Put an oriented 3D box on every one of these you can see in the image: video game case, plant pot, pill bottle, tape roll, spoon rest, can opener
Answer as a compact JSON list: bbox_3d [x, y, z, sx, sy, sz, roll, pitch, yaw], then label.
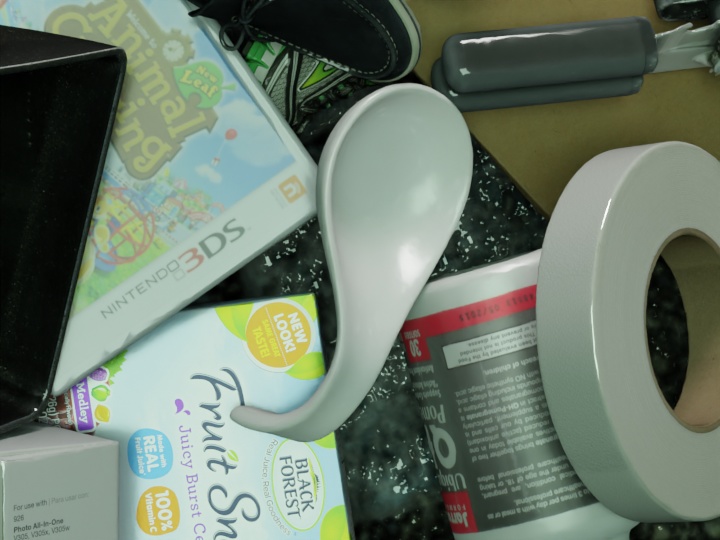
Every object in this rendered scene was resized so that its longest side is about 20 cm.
[{"bbox_3d":[-0.142,-0.067,1.240,0.182,0.022,0.200,-35,92,-3],"label":"video game case"},{"bbox_3d":[-0.254,-0.030,1.140,0.177,0.200,0.200,20,107,19],"label":"plant pot"},{"bbox_3d":[0.093,0.093,1.284,0.111,0.111,0.200,-15,90,-2],"label":"pill bottle"},{"bbox_3d":[0.161,0.033,1.254,0.037,0.203,0.203,-7,90,38],"label":"tape roll"},{"bbox_3d":[0.000,0.000,1.227,0.099,0.061,0.200,17,99,-42],"label":"spoon rest"},{"bbox_3d":[0.133,-0.123,1.269,0.200,0.053,0.067,-11,71,-15],"label":"can opener"}]

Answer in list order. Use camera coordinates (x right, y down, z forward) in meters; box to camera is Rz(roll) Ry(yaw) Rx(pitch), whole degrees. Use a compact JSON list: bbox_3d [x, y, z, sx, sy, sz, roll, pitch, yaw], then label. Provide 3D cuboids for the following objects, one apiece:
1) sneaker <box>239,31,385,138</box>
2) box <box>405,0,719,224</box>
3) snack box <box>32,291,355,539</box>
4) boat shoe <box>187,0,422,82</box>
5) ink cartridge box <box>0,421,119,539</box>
[{"bbox_3d":[-0.017,-0.116,1.298,0.085,0.078,0.200,33,88,-2],"label":"sneaker"},{"bbox_3d":[0.126,-0.120,1.298,0.163,0.021,0.200,-45,110,-2],"label":"box"},{"bbox_3d":[-0.091,0.120,1.300,0.168,0.068,0.200,-8,91,-1],"label":"snack box"},{"bbox_3d":[-0.058,-0.149,1.211,0.200,0.075,0.062,33,48,-16],"label":"boat shoe"},{"bbox_3d":[-0.199,0.178,1.241,0.084,0.146,0.200,-6,101,-46],"label":"ink cartridge box"}]
